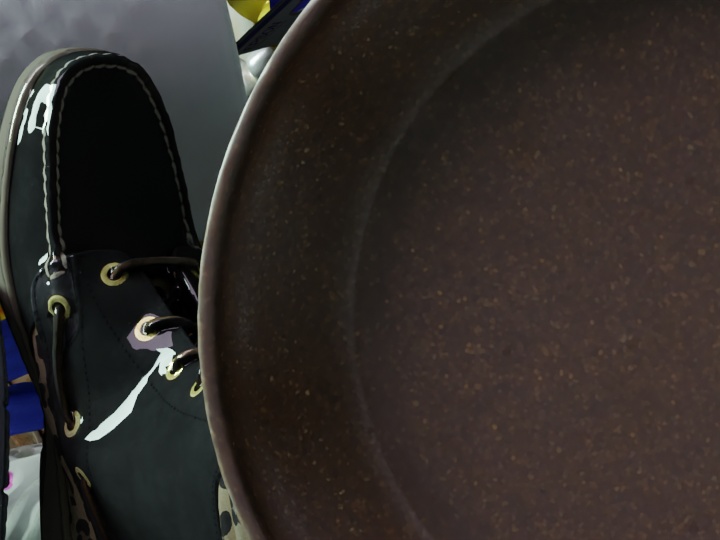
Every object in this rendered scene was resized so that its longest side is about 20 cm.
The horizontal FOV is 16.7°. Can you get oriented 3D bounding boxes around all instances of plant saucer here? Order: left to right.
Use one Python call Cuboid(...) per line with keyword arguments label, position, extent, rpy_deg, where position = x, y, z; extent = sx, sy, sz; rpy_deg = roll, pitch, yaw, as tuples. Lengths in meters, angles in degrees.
Cuboid(label="plant saucer", position=(0.066, 0.010, 0.505), extent=(0.200, 0.201, 0.037), rpy_deg=(-39, -8, 12))

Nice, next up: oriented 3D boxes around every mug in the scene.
Cuboid(label="mug", position=(-0.143, -0.077, 0.889), extent=(0.174, 0.149, 0.200), rpy_deg=(-14, 26, -8))

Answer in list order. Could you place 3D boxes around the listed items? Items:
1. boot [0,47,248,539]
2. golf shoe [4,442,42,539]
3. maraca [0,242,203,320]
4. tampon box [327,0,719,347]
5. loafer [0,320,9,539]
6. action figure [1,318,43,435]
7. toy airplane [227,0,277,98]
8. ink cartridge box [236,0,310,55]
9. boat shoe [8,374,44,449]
Cuboid(label="boot", position=(-0.046, 0.026, 0.733), extent=(0.073, 0.202, 0.150), rpy_deg=(-2, -2, -34))
Cuboid(label="golf shoe", position=(-0.106, 0.088, 0.831), extent=(0.200, 0.092, 0.072), rpy_deg=(-50, 17, -24))
Cuboid(label="maraca", position=(-0.149, -0.038, 0.996), extent=(0.107, 0.199, 0.137), rpy_deg=(-63, 30, 23))
Cuboid(label="tampon box", position=(0.082, -0.033, 0.638), extent=(0.150, 0.126, 0.200), rpy_deg=(-39, 18, 11))
Cuboid(label="loafer", position=(-0.143, 0.099, 0.751), extent=(0.072, 0.063, 0.202), rpy_deg=(156, 116, -70))
Cuboid(label="action figure", position=(-0.150, 0.038, 0.885), extent=(0.199, 0.066, 0.099), rpy_deg=(-17, 21, -37))
Cuboid(label="toy airplane", position=(-0.050, -0.117, 1.096), extent=(0.200, 0.141, 0.200), rpy_deg=(20, 83, 56))
Cuboid(label="ink cartridge box", position=(0.041, -0.129, 0.916), extent=(0.199, 0.039, 0.099), rpy_deg=(-15, -13, -41))
Cuboid(label="boat shoe", position=(-0.131, 0.066, 0.983), extent=(0.067, 0.072, 0.200), rpy_deg=(-30, 23, 4))
